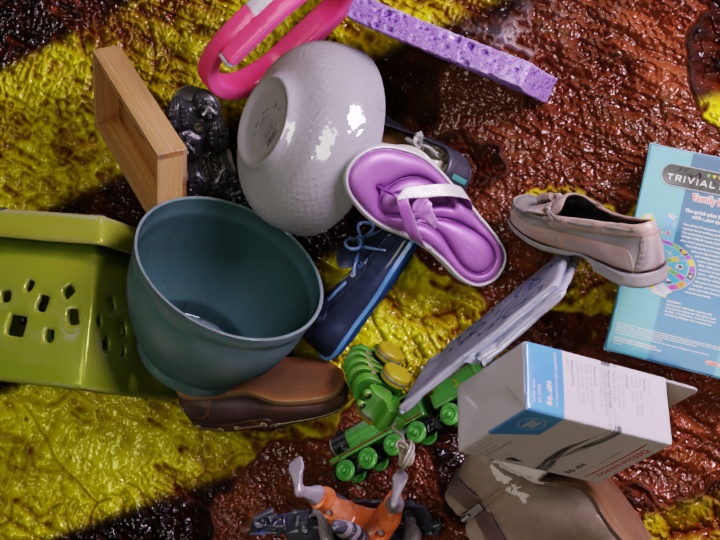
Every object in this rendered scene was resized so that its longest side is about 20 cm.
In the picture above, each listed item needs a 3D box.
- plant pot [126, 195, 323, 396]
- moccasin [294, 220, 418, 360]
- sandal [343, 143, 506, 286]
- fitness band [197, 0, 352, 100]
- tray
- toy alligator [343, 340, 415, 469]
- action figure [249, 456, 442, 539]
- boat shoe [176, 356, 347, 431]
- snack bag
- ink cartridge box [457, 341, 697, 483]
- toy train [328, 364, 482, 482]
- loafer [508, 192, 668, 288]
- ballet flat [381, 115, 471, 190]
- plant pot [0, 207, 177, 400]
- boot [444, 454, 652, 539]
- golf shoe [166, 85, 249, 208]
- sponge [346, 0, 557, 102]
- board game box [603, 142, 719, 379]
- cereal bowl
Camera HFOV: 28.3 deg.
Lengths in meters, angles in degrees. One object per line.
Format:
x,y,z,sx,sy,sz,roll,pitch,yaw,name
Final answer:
-0.153,0.042,1.450,0.200,0.200,0.135,42,129,17,plant pot
0.000,0.000,1.456,0.068,0.080,0.201,37,101,7,moccasin
0.073,-0.055,1.387,0.202,0.050,0.083,34,89,-25,sandal
-0.080,-0.247,1.462,0.200,0.143,0.038,-40,77,16,fitness band
-0.235,-0.143,1.514,0.201,0.037,0.099,55,150,41,tray
0.014,0.121,1.397,0.054,0.201,0.060,25,112,-20,toy alligator
-0.023,0.265,1.411,0.197,0.195,0.105,-6,46,9,action figure
-0.100,0.136,1.509,0.198,0.071,0.071,0,126,25,boat shoe
0.124,0.059,1.352,0.200,0.189,0.021,-40,91,16,snack bag
0.200,0.135,1.296,0.116,0.198,0.067,-42,40,51,ink cartridge box
0.049,0.156,1.458,0.199,0.042,0.057,-30,68,19,toy train
0.214,-0.046,1.342,0.199,0.071,0.064,31,134,50,loafer
0.019,-0.126,1.460,0.198,0.073,0.074,22,97,21,ballet flat
-0.313,0.036,1.527,0.197,0.200,0.184,5,85,22,plant pot
0.180,0.247,1.393,0.146,0.070,0.201,-42,73,22,boot
-0.166,-0.104,1.540,0.077,0.095,0.202,-8,110,-11,golf shoe
0.091,-0.221,1.410,0.199,0.111,0.030,27,99,20,sponge
0.327,-0.005,1.344,0.149,0.047,0.202,14,94,22,board game box
-0.066,-0.140,1.437,0.199,0.083,0.202,-26,56,47,cereal bowl
